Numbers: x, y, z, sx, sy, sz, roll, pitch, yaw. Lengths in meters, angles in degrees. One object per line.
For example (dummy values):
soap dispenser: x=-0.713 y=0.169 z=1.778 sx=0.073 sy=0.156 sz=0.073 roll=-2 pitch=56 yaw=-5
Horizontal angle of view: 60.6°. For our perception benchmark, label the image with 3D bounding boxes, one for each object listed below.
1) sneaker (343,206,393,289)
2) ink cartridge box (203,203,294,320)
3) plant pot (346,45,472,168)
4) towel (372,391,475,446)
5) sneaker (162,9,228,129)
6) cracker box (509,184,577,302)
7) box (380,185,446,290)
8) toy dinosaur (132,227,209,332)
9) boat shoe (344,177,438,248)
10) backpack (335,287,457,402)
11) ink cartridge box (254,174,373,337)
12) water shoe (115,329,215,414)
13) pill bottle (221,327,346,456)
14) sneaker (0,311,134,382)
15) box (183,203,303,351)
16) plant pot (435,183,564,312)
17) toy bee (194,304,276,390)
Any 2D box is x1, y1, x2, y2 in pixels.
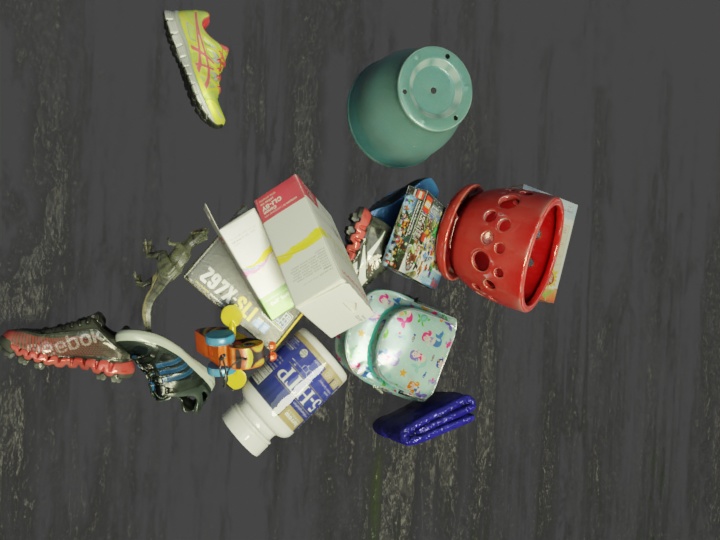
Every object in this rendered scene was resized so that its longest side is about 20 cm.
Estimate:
sneaker: x=0.000 y=0.000 z=1.046 sx=0.096 sy=0.071 sz=0.204 roll=20 pitch=94 yaw=-10
ink cartridge box: x=-0.170 y=-0.029 z=0.972 sx=0.067 sy=0.117 sz=0.202 roll=-31 pitch=100 yaw=-12
plant pot: x=0.094 y=-0.293 z=1.064 sx=0.196 sy=0.188 sz=0.205 roll=0 pitch=91 yaw=-17
towel: x=0.109 y=0.261 z=1.074 sx=0.146 sy=0.200 sz=0.050 roll=-24 pitch=86 yaw=-15
sneaker: x=-0.252 y=-0.336 z=1.012 sx=0.089 sy=0.078 sz=0.204 roll=-20 pitch=97 yaw=-18
cracker box: x=0.337 y=-0.052 z=1.213 sx=0.132 sy=0.058 sz=0.204 roll=17 pitch=87 yaw=-17
box: x=0.110 y=-0.050 z=1.080 sx=0.037 sy=0.199 sz=0.139 roll=20 pitch=88 yaw=27
toy dinosaur: x=-0.323 y=-0.001 z=0.995 sx=0.087 sy=0.048 sz=0.202 roll=16 pitch=67 yaw=23
boat shoe: x=0.055 y=-0.096 z=1.121 sx=0.198 sy=0.069 sz=0.085 roll=-30 pitch=108 yaw=-14
backpack: x=0.059 y=0.126 z=1.088 sx=0.197 sy=0.150 sz=0.180 roll=25 pitch=85 yaw=-11
ink cartridge box: x=-0.069 y=-0.019 z=0.934 sx=0.082 sy=0.145 sz=0.202 roll=-29 pitch=61 yaw=6
water shoe: x=-0.305 y=0.162 z=0.964 sx=0.200 sy=0.070 sz=0.080 roll=45 pitch=49 yaw=-42
pill bottle: x=-0.130 y=0.207 z=1.039 sx=0.200 sy=0.119 sz=0.120 roll=-44 pitch=103 yaw=-12
sneaker: x=-0.446 y=0.107 z=0.954 sx=0.197 sy=0.071 sz=0.100 roll=14 pitch=87 yaw=-19
box: x=-0.177 y=0.014 z=1.058 sx=0.200 sy=0.049 sz=0.160 roll=43 pitch=81 yaw=-14
plant pot: x=0.238 y=-0.050 z=1.078 sx=0.180 sy=0.200 sz=0.204 roll=19 pitch=84 yaw=27
toy bee: x=-0.193 y=0.136 z=0.983 sx=0.107 sy=0.200 sz=0.133 roll=-6 pitch=124 yaw=-27
